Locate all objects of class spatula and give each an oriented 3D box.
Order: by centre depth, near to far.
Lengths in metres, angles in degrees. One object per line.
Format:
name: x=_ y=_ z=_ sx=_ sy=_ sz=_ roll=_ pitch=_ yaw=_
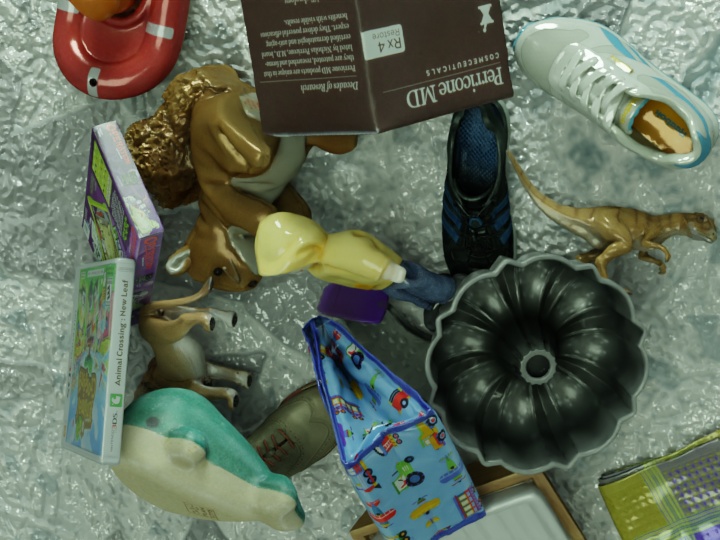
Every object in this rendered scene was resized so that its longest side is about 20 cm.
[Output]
spatula: x=0.056 y=0.056 z=1.462 sx=0.198 sy=0.057 sz=0.021 roll=24 pitch=128 yaw=-5

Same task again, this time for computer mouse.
computer mouse: x=0.180 y=0.115 z=1.458 sx=0.059 sy=0.034 sz=0.200 roll=44 pitch=118 yaw=7

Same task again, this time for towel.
towel: x=0.321 y=0.258 z=1.452 sx=0.142 sy=0.023 sz=0.202 roll=-22 pitch=96 yaw=19

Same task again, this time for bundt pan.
bundt pan: x=0.150 y=0.073 z=1.367 sx=0.199 sy=0.076 sz=0.204 roll=-2 pitch=107 yaw=-5

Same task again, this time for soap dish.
soap dish: x=0.112 y=0.257 z=1.460 sx=0.198 sy=0.082 sz=0.158 roll=-22 pitch=121 yaw=21

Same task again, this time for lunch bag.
lunch bag: x=0.014 y=0.136 z=1.394 sx=0.094 sy=0.200 sz=0.151 roll=-30 pitch=129 yaw=-4

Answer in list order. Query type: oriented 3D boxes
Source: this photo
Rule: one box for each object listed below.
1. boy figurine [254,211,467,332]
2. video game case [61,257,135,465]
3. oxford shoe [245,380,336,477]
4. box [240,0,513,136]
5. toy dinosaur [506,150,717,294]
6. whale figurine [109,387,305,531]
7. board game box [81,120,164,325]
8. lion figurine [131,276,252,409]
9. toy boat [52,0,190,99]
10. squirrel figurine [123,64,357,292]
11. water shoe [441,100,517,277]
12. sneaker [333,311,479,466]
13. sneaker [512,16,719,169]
boy figurine: x=0.000 y=0.000 z=1.388 sx=0.198 sy=0.124 sz=0.065 roll=17 pitch=84 yaw=-23
video game case: x=-0.250 y=0.083 z=1.454 sx=0.022 sy=0.200 sz=0.184 roll=5 pitch=86 yaw=-21
oxford shoe: x=-0.080 y=0.179 z=1.523 sx=0.200 sy=0.075 sz=0.071 roll=-42 pitch=89 yaw=21
box: x=0.008 y=-0.229 z=1.317 sx=0.163 sy=0.165 sz=0.202 roll=4 pitch=108 yaw=51
toy dinosaur: x=0.220 y=-0.036 z=1.400 sx=0.198 sy=0.060 sz=0.107 roll=11 pitch=88 yaw=4
whale figurine: x=-0.138 y=0.177 z=1.447 sx=0.198 sy=0.160 sz=0.104 roll=16 pitch=64 yaw=16
board game box: x=-0.226 y=-0.039 z=1.450 sx=0.032 sy=0.200 sz=0.121 roll=-14 pitch=70 yaw=-19
lion figurine: x=-0.179 y=0.080 z=1.506 sx=0.121 sy=0.073 sz=0.202 roll=7 pitch=128 yaw=18
toy boat: x=-0.231 y=-0.257 z=1.429 sx=0.129 sy=0.131 sz=0.202 roll=15 pitch=107 yaw=13
squirrel figurine: x=-0.133 y=-0.084 z=1.461 sx=0.199 sy=0.141 sz=0.188 roll=35 pitch=122 yaw=21
water shoe: x=0.101 y=-0.060 z=1.408 sx=0.071 sy=0.079 sz=0.202 roll=0 pitch=104 yaw=16
sneaker: x=0.042 y=0.112 z=1.476 sx=0.200 sy=0.076 sz=0.081 roll=45 pitch=137 yaw=10
sneaker: x=0.222 y=-0.158 z=1.347 sx=0.199 sy=0.081 sz=0.077 roll=30 pitch=112 yaw=9
